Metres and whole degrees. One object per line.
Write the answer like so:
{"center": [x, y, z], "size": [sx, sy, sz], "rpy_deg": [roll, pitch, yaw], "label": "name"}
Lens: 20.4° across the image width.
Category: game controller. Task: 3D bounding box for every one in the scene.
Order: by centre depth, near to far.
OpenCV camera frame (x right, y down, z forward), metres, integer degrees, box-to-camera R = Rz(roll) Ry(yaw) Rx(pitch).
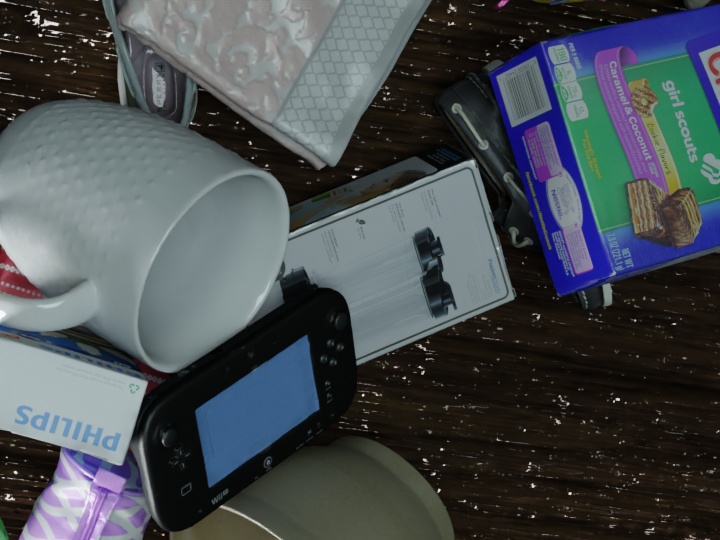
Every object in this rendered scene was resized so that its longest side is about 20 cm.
{"center": [-0.074, 0.091, 1.345], "size": [0.200, 0.042, 0.104], "rpy_deg": [-33, 119, -38], "label": "game controller"}

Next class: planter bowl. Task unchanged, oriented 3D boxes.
{"center": [-0.019, 0.202, 1.426], "size": [0.135, 0.200, 0.200], "rpy_deg": [-42, 107, -32], "label": "planter bowl"}

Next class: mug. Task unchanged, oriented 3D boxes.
{"center": [-0.176, -0.024, 1.314], "size": [0.200, 0.175, 0.148], "rpy_deg": [-36, 143, -38], "label": "mug"}

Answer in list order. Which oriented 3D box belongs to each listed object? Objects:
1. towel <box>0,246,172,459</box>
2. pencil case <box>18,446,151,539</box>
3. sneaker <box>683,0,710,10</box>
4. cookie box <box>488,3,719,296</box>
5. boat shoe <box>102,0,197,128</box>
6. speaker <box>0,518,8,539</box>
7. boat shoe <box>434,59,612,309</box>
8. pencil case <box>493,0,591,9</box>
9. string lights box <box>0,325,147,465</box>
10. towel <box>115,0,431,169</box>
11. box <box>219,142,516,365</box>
{"center": [-0.195, 0.030, 1.432], "size": [0.145, 0.022, 0.200], "rpy_deg": [18, 92, -13], "label": "towel"}
{"center": [-0.209, 0.217, 1.410], "size": [0.084, 0.086, 0.200], "rpy_deg": [23, 101, 2], "label": "pencil case"}
{"center": [0.329, -0.240, 1.497], "size": [0.200, 0.075, 0.090], "rpy_deg": [-7, 108, -6], "label": "sneaker"}
{"center": [0.211, -0.090, 1.422], "size": [0.200, 0.075, 0.171], "rpy_deg": [-15, 87, -31], "label": "cookie box"}
{"center": [-0.145, -0.189, 1.389], "size": [0.074, 0.065, 0.202], "rpy_deg": [-5, 99, -13], "label": "boat shoe"}
{"center": [-0.349, 0.203, 1.387], "size": [0.200, 0.088, 0.089], "rpy_deg": [-27, 103, -8], "label": "speaker"}
{"center": [0.120, -0.054, 1.468], "size": [0.060, 0.074, 0.200], "rpy_deg": [-28, 101, -8], "label": "boat shoe"}
{"center": [0.144, -0.285, 1.436], "size": [0.088, 0.088, 0.200], "rpy_deg": [3, 96, -14], "label": "pencil case"}
{"center": [-0.204, 0.071, 1.321], "size": [0.103, 0.200, 0.059], "rpy_deg": [18, 92, -13], "label": "string lights box"}
{"center": [-0.046, -0.200, 1.394], "size": [0.191, 0.032, 0.200], "rpy_deg": [36, 75, -23], "label": "towel"}
{"center": [0.000, 0.000, 1.442], "size": [0.200, 0.060, 0.117], "rpy_deg": [-23, 111, -11], "label": "box"}
